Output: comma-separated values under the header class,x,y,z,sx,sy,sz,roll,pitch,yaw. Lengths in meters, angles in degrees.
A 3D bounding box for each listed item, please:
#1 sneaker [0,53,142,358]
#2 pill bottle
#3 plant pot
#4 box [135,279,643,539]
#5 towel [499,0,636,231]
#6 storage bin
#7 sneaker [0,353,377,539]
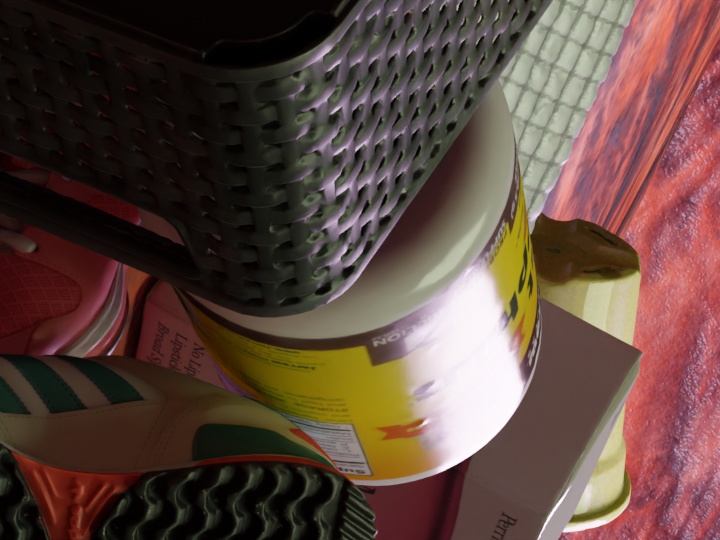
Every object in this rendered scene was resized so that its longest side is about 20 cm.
class,x,y,z,sx,sy,sz,roll,pitch,yaw
sneaker,-0.095,-0.036,0.783,0.200,0.074,0.087,-49,141,-38
pill bottle,0.000,0.000,0.767,0.109,0.109,0.200,-58,163,-15
plant pot,0.120,0.061,1.788,0.200,0.200,0.185,-41,146,-63
box,0.005,0.062,1.110,0.109,0.200,0.128,-54,167,-39
towel,0.017,-0.100,0.937,0.165,0.085,0.201,17,99,-51
storage bin,-0.025,-0.102,0.652,0.200,0.135,0.094,-54,156,-33
sneaker,-0.098,0.057,0.705,0.093,0.199,0.071,-125,-134,-71
